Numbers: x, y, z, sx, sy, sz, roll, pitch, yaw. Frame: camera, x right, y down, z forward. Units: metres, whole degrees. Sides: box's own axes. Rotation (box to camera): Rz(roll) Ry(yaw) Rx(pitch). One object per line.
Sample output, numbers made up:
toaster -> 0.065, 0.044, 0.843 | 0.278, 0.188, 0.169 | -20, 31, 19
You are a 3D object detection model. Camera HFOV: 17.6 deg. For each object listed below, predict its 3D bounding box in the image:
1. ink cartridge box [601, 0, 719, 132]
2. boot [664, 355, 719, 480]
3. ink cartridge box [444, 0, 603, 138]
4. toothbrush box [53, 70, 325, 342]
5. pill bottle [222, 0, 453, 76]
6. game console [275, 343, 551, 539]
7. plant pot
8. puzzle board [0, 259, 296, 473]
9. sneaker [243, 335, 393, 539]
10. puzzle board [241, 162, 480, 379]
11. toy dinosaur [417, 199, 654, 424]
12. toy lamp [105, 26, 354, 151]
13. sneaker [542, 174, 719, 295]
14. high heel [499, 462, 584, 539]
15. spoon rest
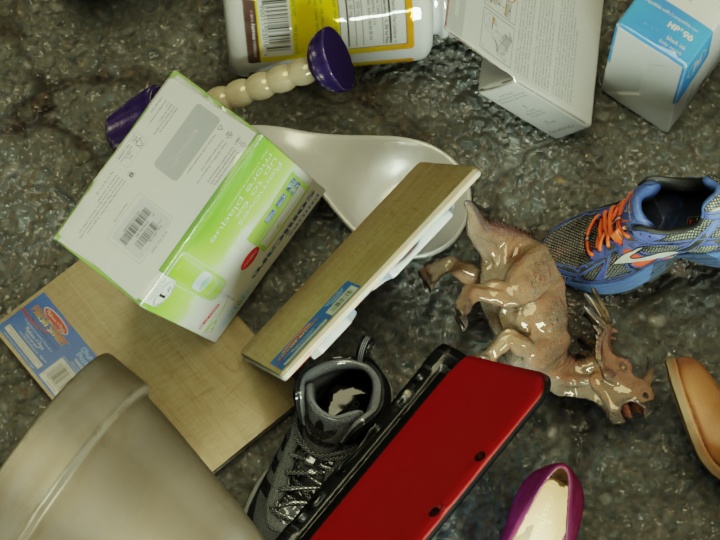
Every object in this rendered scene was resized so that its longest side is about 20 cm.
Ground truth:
ink cartridge box -> 0.276, -0.222, 1.832 | 0.068, 0.116, 0.200 | 33, 71, 12
boot -> 0.325, 0.117, 1.686 | 0.155, 0.077, 0.201 | -34, 75, 7
ink cartridge box -> 0.120, -0.230, 1.816 | 0.176, 0.045, 0.201 | 28, 60, -38
toothbrush box -> -0.118, -0.041, 1.671 | 0.086, 0.200, 0.146 | 36, 89, 14
pill bottle -> -0.009, -0.215, 1.830 | 0.198, 0.109, 0.110 | -5, 67, -3
game console -> 0.046, 0.163, 1.624 | 0.118, 0.173, 0.200 | 31, 69, 29
plant pot -> -0.166, 0.187, 1.621 | 0.173, 0.200, 0.200 | 35, 70, 3
puzzle board -> -0.160, 0.070, 1.758 | 0.150, 0.017, 0.200 | -38, 72, -14
sneaker -> -0.036, 0.139, 1.676 | 0.075, 0.114, 0.201 | 23, 68, 9
puzzle board -> 0.000, 0.000, 1.684 | 0.017, 0.151, 0.200 | 44, 83, -13
toy dinosaur -> 0.129, 0.027, 1.718 | 0.135, 0.086, 0.201 | -23, 102, -13
toy lamp -> -0.105, -0.133, 1.788 | 0.199, 0.058, 0.059 | -19, 65, 22
sneaker -> 0.214, -0.037, 1.737 | 0.199, 0.078, 0.076 | -16, 56, 37
high heel -> 0.115, 0.235, 1.646 | 0.067, 0.096, 0.201 | 21, 68, 8
spoon rest -> -0.012, -0.069, 1.795 | 0.199, 0.061, 0.100 | 16, 68, 7
